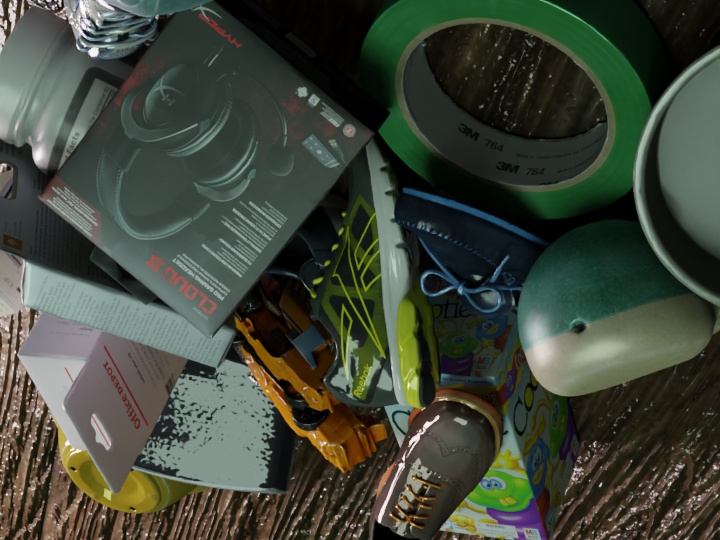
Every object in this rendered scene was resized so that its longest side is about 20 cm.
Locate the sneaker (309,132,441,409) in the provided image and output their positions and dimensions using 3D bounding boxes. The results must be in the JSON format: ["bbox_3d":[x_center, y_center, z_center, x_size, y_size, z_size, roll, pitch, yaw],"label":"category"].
[{"bbox_3d":[0.000,0.000,1.318,0.084,0.202,0.074,-10,173,14],"label":"sneaker"}]

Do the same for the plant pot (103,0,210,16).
[{"bbox_3d":[-0.125,-0.260,1.060,0.195,0.201,0.196,22,143,3],"label":"plant pot"}]

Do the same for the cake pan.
[{"bbox_3d":[0.266,-0.064,1.159,0.198,0.037,0.202,3,119,5],"label":"cake pan"}]

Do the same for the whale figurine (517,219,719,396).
[{"bbox_3d":[0.182,0.018,1.274,0.158,0.199,0.105,-23,81,30],"label":"whale figurine"}]

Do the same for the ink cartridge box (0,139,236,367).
[{"bbox_3d":[-0.189,-0.025,1.350,0.198,0.197,0.044,19,116,-18],"label":"ink cartridge box"}]

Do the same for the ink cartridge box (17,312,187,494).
[{"bbox_3d":[-0.195,0.060,1.474,0.066,0.201,0.116,4,138,25],"label":"ink cartridge box"}]

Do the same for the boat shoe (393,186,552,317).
[{"bbox_3d":[0.097,0.004,1.296,0.199,0.069,0.084,26,180,-35],"label":"boat shoe"}]

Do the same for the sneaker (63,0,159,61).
[{"bbox_3d":[-0.148,-0.173,1.195,0.076,0.200,0.086,-6,108,-13],"label":"sneaker"}]

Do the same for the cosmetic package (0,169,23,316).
[{"bbox_3d":[-0.344,-0.008,1.556,0.199,0.106,0.071,-13,128,37],"label":"cosmetic package"}]

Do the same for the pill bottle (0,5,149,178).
[{"bbox_3d":[-0.161,-0.101,1.338,0.199,0.114,0.114,26,143,-2],"label":"pill bottle"}]

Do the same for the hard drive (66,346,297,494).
[{"bbox_3d":[-0.150,0.113,1.586,0.198,0.042,0.136,12,105,11],"label":"hard drive"}]

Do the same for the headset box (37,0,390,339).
[{"bbox_3d":[-0.101,-0.068,1.238,0.149,0.077,0.200,40,107,-3],"label":"headset box"}]

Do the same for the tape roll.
[{"bbox_3d":[0.099,-0.120,1.228,0.199,0.048,0.201,15,142,12],"label":"tape roll"}]

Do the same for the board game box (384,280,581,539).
[{"bbox_3d":[0.091,0.104,1.451,0.104,0.104,0.201,4,138,24],"label":"board game box"}]

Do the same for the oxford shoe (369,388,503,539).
[{"bbox_3d":[0.053,0.157,1.388,0.071,0.073,0.201,23,143,2],"label":"oxford shoe"}]

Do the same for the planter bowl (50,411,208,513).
[{"bbox_3d":[-0.205,0.157,1.690,0.199,0.084,0.201,14,141,12],"label":"planter bowl"}]

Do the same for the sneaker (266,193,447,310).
[{"bbox_3d":[0.003,-0.005,1.385,0.198,0.085,0.075,8,140,20],"label":"sneaker"}]

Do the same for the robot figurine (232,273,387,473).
[{"bbox_3d":[-0.059,0.058,1.454,0.200,0.058,0.146,47,160,39],"label":"robot figurine"}]
